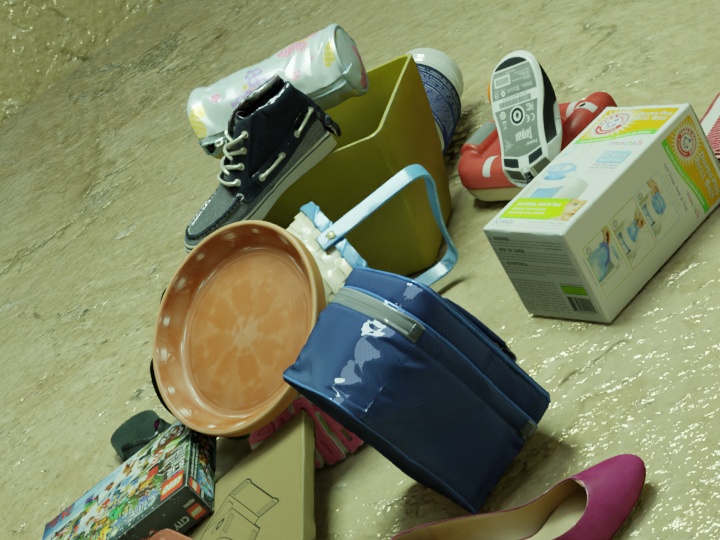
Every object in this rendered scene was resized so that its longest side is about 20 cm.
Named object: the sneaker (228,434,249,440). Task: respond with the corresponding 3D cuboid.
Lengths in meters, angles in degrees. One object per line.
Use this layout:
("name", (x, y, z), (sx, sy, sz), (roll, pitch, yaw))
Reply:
("sneaker", (-0.093, 0.108, 1.549), (0.085, 0.078, 0.200), (26, 45, 21))

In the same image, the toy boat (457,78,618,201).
("toy boat", (0.180, -0.157, 1.639), (0.199, 0.131, 0.131), (-2, 37, 50))

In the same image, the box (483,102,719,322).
("box", (0.229, -0.056, 1.414), (0.200, 0.102, 0.112), (-43, 26, -25))

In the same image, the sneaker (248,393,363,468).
("sneaker", (-0.012, 0.114, 1.417), (0.199, 0.074, 0.087), (-31, 17, 3))

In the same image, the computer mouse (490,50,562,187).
("computer mouse", (0.178, -0.122, 1.547), (0.044, 0.202, 0.109), (0, -9, -41))

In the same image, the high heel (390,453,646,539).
("high heel", (0.116, 0.175, 1.096), (0.200, 0.096, 0.067), (-39, 24, -16))

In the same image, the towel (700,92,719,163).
("towel", (0.409, -0.152, 1.486), (0.199, 0.023, 0.144), (-8, 32, 44))

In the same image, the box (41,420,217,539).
("box", (-0.220, 0.231, 1.431), (0.200, 0.038, 0.137), (-39, 21, 13))

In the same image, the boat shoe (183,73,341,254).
("boat shoe", (-0.118, -0.107, 1.527), (0.200, 0.093, 0.075), (-46, 36, -8))

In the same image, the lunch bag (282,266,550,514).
("lunch bag", (0.056, 0.090, 1.227), (0.133, 0.200, 0.136), (-55, 30, -9))

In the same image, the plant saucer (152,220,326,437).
("plant saucer", (-0.110, 0.054, 1.409), (0.199, 0.032, 0.202), (-14, 66, 35))

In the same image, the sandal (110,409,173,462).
("sandal", (-0.218, 0.179, 1.567), (0.075, 0.048, 0.200), (-39, 23, -17))

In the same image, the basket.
("basket", (0.000, 0.000, 1.482), (0.199, 0.177, 0.139), (-32, 55, -6))

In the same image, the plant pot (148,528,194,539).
("plant pot", (-0.105, 0.293, 1.035), (0.200, 0.177, 0.199), (-42, 25, -24))

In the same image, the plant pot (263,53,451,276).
("plant pot", (-0.005, -0.087, 1.673), (0.199, 0.177, 0.200), (-21, 24, 25))

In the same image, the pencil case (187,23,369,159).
("pencil case", (-0.090, -0.191, 1.654), (0.199, 0.083, 0.091), (-23, 22, 18))

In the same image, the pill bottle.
("pill bottle", (0.060, -0.185, 1.867), (0.115, 0.116, 0.200), (-18, 27, 29))

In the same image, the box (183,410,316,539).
("box", (-0.101, 0.226, 1.305), (0.163, 0.021, 0.200), (-41, 22, 18))

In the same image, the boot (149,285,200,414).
("boot", (-0.140, 0.057, 1.591), (0.073, 0.204, 0.154), (34, 50, 20))
